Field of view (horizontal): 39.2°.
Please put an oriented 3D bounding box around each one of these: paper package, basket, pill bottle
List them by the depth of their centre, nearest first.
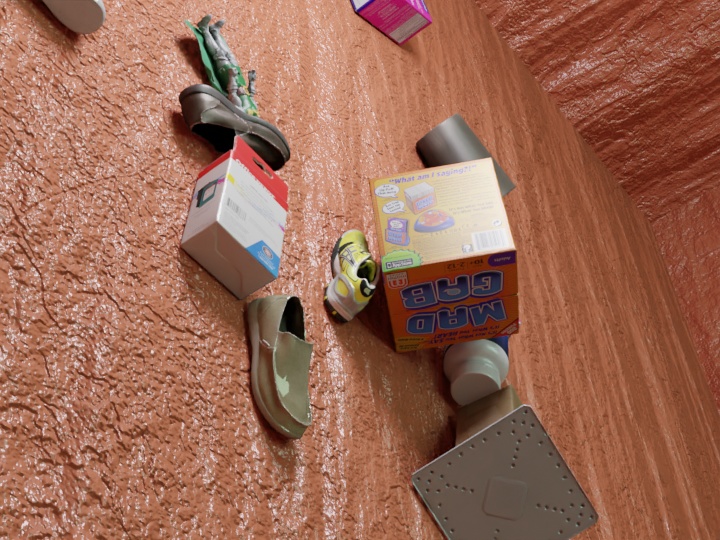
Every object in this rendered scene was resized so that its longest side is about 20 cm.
[{"bbox_3d":[0.229,0.299,1.551,0.192,0.103,0.200,62,11,-7],"label":"paper package"},{"bbox_3d":[0.197,0.137,1.717,0.111,0.111,0.201,47,29,-25],"label":"pill bottle"},{"bbox_3d":[0.218,-0.219,2.139,0.201,0.136,0.180,55,21,0],"label":"basket"}]

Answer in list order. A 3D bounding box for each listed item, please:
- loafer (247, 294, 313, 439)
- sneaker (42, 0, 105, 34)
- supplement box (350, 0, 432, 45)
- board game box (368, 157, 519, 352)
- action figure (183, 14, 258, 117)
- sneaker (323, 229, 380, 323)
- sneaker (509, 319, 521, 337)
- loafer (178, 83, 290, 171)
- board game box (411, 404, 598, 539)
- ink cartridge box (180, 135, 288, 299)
[{"bbox_3d":[-0.093,0.110,1.252,0.075,0.068,0.201,27,40,-49],"label":"loafer"},{"bbox_3d":[-0.397,-0.384,1.250,0.200,0.075,0.089,50,13,-32],"label":"sneaker"},{"bbox_3d":[0.065,-0.620,2.328,0.200,0.103,0.102,22,42,-55],"label":"supplement box"},{"bbox_3d":[0.131,-0.023,1.583,0.201,0.198,0.201,78,4,-49],"label":"board game box"},{"bbox_3d":[-0.193,-0.288,1.533,0.201,0.054,0.118,66,22,5],"label":"action figure"},{"bbox_3d":[0.000,0.000,1.543,0.075,0.076,0.201,44,27,-25],"label":"sneaker"},{"bbox_3d":[0.244,0.102,1.906,0.074,0.088,0.200,37,6,-7],"label":"sneaker"},{"bbox_3d":[-0.180,-0.185,1.433,0.199,0.073,0.071,28,49,-41],"label":"loafer"},{"bbox_3d":[0.205,0.321,1.437,0.201,0.199,0.026,57,5,-5],"label":"board game box"},{"bbox_3d":[-0.160,-0.074,1.333,0.116,0.067,0.201,45,28,-29],"label":"ink cartridge box"}]
